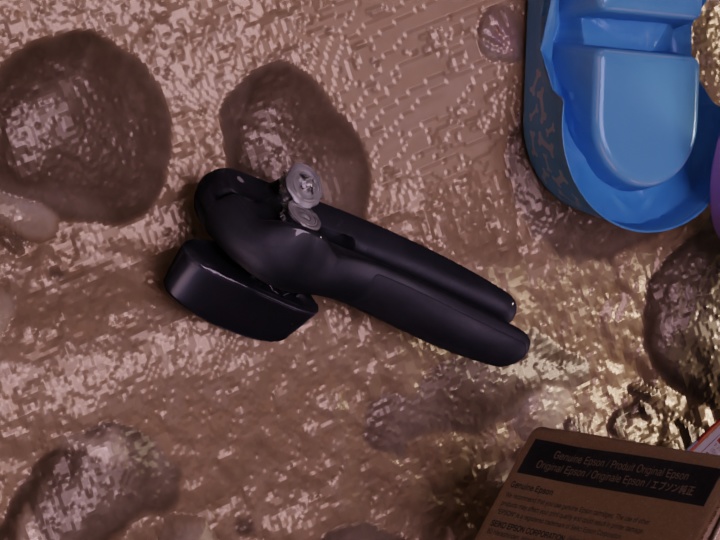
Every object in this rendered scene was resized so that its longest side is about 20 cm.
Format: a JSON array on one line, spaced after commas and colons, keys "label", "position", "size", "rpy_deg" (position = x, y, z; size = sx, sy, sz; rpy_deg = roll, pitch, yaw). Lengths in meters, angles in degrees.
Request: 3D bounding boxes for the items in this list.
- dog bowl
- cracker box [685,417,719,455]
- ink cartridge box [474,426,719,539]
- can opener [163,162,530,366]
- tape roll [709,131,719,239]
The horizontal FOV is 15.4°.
[{"label": "dog bowl", "position": [0.135, -0.120, 1.360], "size": [0.111, 0.050, 0.200], "rpy_deg": [2, 91, -32]}, {"label": "cracker box", "position": [0.276, 0.055, 1.361], "size": [0.200, 0.058, 0.134], "rpy_deg": [-45, 151, 17]}, {"label": "ink cartridge box", "position": [0.179, 0.158, 1.256], "size": [0.200, 0.165, 0.075], "rpy_deg": [38, 72, -28]}, {"label": "can opener", "position": [0.000, 0.000, 1.282], "size": [0.200, 0.079, 0.063], "rpy_deg": [16, 44, -35]}, {"label": "tape roll", "position": [0.276, -0.072, 1.374], "size": [0.200, 0.085, 0.200], "rpy_deg": [-32, 141, -30]}]
